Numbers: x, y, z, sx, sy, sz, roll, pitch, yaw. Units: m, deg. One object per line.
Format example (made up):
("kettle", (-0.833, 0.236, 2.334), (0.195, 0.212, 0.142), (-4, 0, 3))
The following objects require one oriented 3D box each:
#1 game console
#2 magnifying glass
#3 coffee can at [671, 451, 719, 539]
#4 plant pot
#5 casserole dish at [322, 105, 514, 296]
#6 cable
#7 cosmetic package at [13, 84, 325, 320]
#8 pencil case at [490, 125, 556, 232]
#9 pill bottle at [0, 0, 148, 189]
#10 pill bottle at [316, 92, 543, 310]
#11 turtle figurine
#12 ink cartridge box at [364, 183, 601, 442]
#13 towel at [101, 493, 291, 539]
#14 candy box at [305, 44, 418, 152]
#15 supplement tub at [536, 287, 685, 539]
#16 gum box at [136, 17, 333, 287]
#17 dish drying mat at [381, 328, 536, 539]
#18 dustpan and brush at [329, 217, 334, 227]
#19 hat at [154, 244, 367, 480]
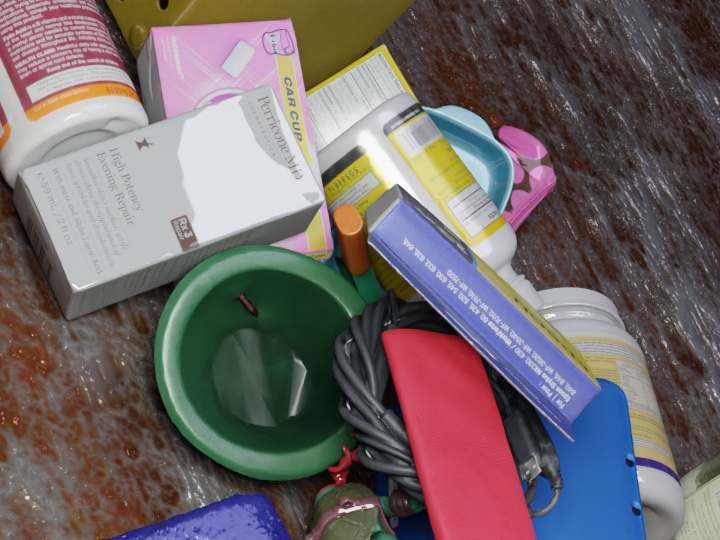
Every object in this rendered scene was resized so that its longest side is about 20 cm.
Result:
("game console", (0.109, 0.173, 1.561), (0.118, 0.170, 0.201), (36, 35, -33))
("magnifying glass", (0.000, 0.000, 1.559), (0.200, 0.022, 0.080), (73, -9, -68))
("coffee can", (0.315, 0.225, 1.711), (0.146, 0.200, 0.147), (30, 39, -28))
("plant pot", (-0.106, -0.251, 1.701), (0.199, 0.194, 0.196), (-12, 67, -46))
("casserole dish", (0.046, -0.038, 1.701), (0.121, 0.201, 0.039), (26, -7, -1))
("cable", (0.049, 0.095, 1.454), (0.162, 0.051, 0.201), (2, 47, -36))
("cosmetic package", (-0.137, -0.050, 1.480), (0.199, 0.074, 0.102), (-23, 79, -19))
("pencil case", (0.111, -0.060, 1.846), (0.200, 0.093, 0.091), (-48, 135, -54))
("pill bottle", (-0.242, -0.166, 1.520), (0.114, 0.114, 0.201), (-1, 59, -49))
("pill bottle", (0.053, -0.030, 1.626), (0.200, 0.111, 0.111), (54, 34, 2))
("turtle figurine", (0.007, 0.199, 1.435), (0.100, 0.150, 0.200), (28, 14, -21))
("ink cartridge box", (0.086, 0.022, 1.472), (0.198, 0.047, 0.200), (44, 3, -6))
("towel", (-0.088, 0.253, 1.323), (0.147, 0.050, 0.201), (-15, 70, -26))
("candy box", (0.028, -0.077, 1.737), (0.201, 0.102, 0.026), (59, -4, 3))
("supplement tub", (0.174, 0.130, 1.688), (0.145, 0.145, 0.201), (21, 44, -36))
("gum box", (-0.096, -0.085, 1.579), (0.113, 0.066, 0.201), (-5, 74, -19))
("dish drying mat", (0.066, 0.121, 1.382), (0.076, 0.018, 0.201), (11, 43, -27))
("dustpan and brush", (-0.123, -0.092, 1.651), (0.199, 0.057, 0.140), (24, 30, -43))
("hat", (-0.081, 0.080, 1.552), (0.199, 0.176, 0.167), (23, 75, -17))
